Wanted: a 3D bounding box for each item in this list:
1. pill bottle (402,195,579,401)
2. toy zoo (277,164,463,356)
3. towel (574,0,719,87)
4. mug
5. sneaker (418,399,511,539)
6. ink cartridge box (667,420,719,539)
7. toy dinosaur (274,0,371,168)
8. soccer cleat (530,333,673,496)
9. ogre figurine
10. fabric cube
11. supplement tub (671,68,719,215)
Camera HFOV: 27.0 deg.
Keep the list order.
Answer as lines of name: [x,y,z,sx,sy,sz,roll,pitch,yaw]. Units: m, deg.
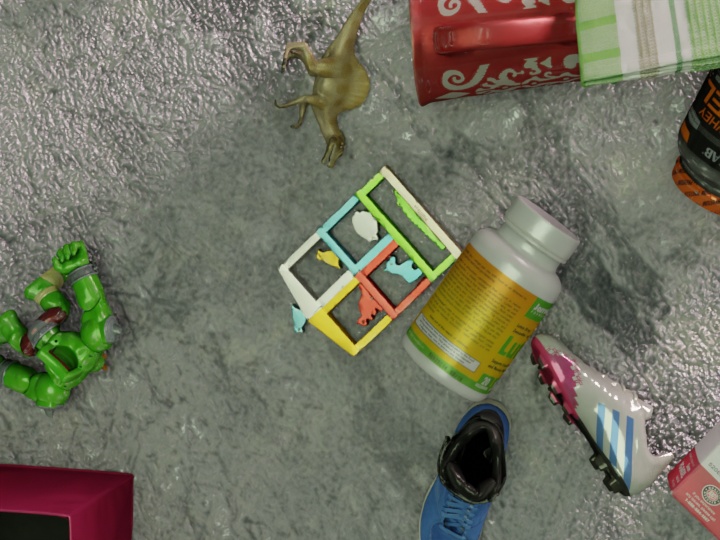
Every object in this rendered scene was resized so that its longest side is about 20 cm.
pill bottle: [0.141,0.027,1.582,0.111,0.111,0.201,36,101,6]
toy zoo: [0.000,0.000,1.653,0.200,0.020,0.131,-44,86,12]
towel: [0.303,-0.247,1.427,0.197,0.031,0.151,-8,58,16]
mug: [0.153,-0.232,1.534,0.197,0.179,0.135,-4,127,6]
sneaker: [0.107,0.242,1.608,0.076,0.111,0.202,22,99,8]
ink cartridge box: [0.439,0.201,1.555,0.145,0.083,0.200,43,101,4]
toy dinosaur: [-0.036,-0.219,1.632,0.100,0.058,0.203,11,105,-5]
soccer cleat: [0.258,0.142,1.600,0.086,0.070,0.201,-32,91,-4]
ogre figurine: [-0.345,0.078,1.689,0.200,0.098,0.120,-43,75,0]
fabric cube: [-0.374,0.337,1.665,0.193,0.199,0.203,1,95,10]
supplement tub: [0.394,-0.159,1.490,0.121,0.123,0.202,26,121,7]
